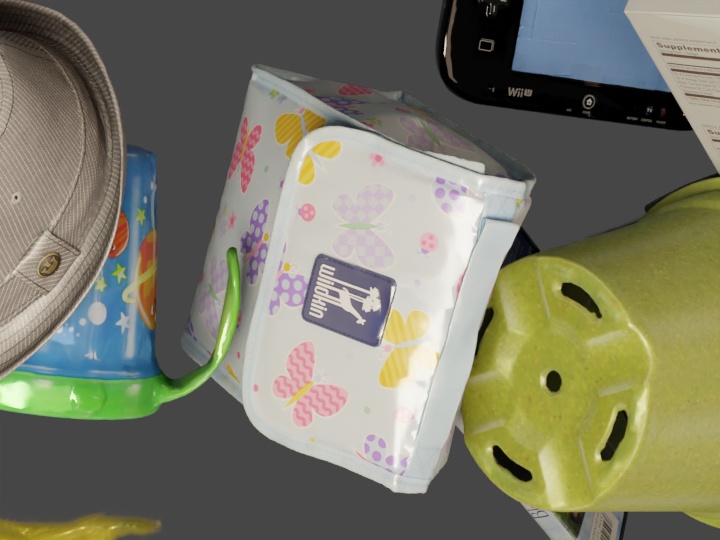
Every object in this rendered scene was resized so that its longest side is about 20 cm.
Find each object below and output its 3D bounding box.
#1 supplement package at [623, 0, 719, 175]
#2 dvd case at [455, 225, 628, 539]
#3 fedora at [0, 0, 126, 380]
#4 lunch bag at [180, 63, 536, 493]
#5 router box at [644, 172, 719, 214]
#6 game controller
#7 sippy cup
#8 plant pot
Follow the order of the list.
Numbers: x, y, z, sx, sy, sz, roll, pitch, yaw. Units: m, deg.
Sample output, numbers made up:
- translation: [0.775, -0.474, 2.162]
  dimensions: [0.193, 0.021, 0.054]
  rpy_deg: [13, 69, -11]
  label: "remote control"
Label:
- translation: [0.267, -0.135, 1.260]
  dimensions: [0.200, 0.150, 0.152]
  rpy_deg: [50, 57, -46]
  label: "supplement package"
- translation: [0.104, 0.068, 1.328]
  dimensions: [0.200, 0.017, 0.143]
  rpy_deg: [50, 40, -33]
  label: "dvd case"
- translation: [-0.204, -0.041, 1.061]
  dimensions: [0.200, 0.177, 0.090]
  rpy_deg: [-43, 157, 9]
  label: "fedora"
- translation: [0.000, 0.000, 1.187]
  dimensions: [0.127, 0.200, 0.170]
  rpy_deg: [8, 106, -31]
  label: "lunch bag"
- translation: [0.274, 0.026, 1.382]
  dimensions: [0.149, 0.051, 0.201]
  rpy_deg: [-20, 87, -21]
  label: "router box"
- translation: [0.130, -0.137, 1.291]
  dimensions: [0.199, 0.042, 0.105]
  rpy_deg: [5, 91, -29]
  label: "game controller"
- translation: [-0.157, -0.003, 1.150]
  dimensions: [0.177, 0.139, 0.131]
  rpy_deg: [4, 96, -39]
  label: "sippy cup"
- translation: [0.153, 0.053, 1.237]
  dimensions: [0.184, 0.200, 0.201]
  rpy_deg: [-6, 113, -46]
  label: "plant pot"
